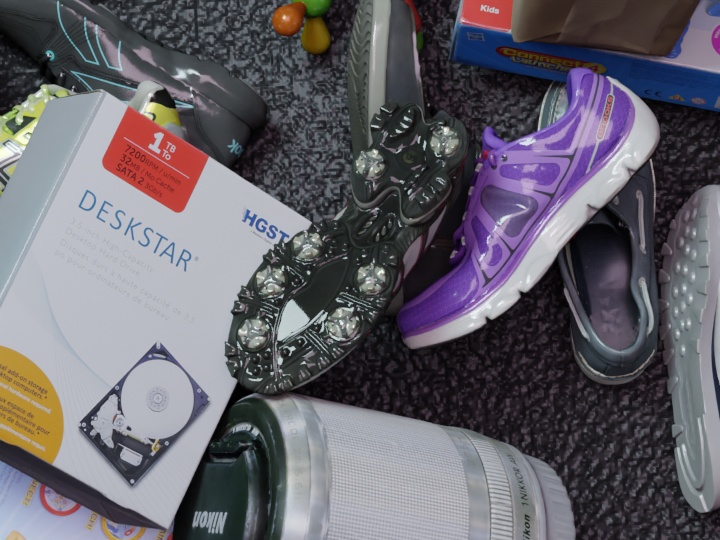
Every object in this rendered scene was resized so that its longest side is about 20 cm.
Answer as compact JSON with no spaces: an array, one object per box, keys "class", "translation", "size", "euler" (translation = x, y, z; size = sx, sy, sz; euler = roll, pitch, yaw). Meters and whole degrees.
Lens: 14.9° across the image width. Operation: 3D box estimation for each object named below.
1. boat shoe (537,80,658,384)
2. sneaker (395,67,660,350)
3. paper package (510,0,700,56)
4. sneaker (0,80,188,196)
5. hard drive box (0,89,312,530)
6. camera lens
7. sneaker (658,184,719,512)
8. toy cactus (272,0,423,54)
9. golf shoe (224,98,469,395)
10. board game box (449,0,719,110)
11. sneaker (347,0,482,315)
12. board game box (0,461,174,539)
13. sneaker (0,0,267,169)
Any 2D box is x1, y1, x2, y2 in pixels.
[{"class":"boat shoe","translation":[0.149,-0.033,1.691],"size":[0.072,0.062,0.201],"euler":[-6,79,1]},{"class":"sneaker","translation":[0.087,-0.036,1.632],"size":[0.083,0.081,0.200],"euler":[42,92,-2]},{"class":"paper package","translation":[0.154,-0.247,1.575],"size":[0.103,0.191,0.201],"euler":[8,70,-4]},{"class":"sneaker","translation":[-0.200,-0.072,1.642],"size":[0.199,0.075,0.077],"euler":[-6,110,-10]},{"class":"hard drive box","translation":[-0.144,0.023,1.566],"size":[0.156,0.077,0.201],"euler":[31,74,-25]},{"class":"camera lens","translation":[0.003,0.161,1.579],"size":[0.199,0.160,0.161],"euler":[14,79,-25]},{"class":"sneaker","translation":[0.232,0.047,1.682],"size":[0.080,0.076,0.201],"euler":[-2,85,-13]},{"class":"toy cactus","translation":[-0.004,-0.226,1.687],"size":[0.165,0.102,0.201],"euler":[-28,90,33]},{"class":"golf shoe","translation":[0.000,0.000,1.575],"size":[0.077,0.088,0.200],"euler":[31,71,20]},{"class":"board game box","translation":[0.170,-0.210,1.702],"size":[0.199,0.056,0.197],"euler":[10,70,1]},{"class":"sneaker","translation":[0.052,-0.077,1.680],"size":[0.106,0.075,0.201],"euler":[-7,108,-9]},{"class":"board game box","translation":[-0.195,0.198,1.650],"size":[0.195,0.056,0.201],"euler":[24,81,3]},{"class":"sneaker","translation":[-0.158,-0.118,1.697],"size":[0.199,0.075,0.079],"euler":[28,83,4]}]
